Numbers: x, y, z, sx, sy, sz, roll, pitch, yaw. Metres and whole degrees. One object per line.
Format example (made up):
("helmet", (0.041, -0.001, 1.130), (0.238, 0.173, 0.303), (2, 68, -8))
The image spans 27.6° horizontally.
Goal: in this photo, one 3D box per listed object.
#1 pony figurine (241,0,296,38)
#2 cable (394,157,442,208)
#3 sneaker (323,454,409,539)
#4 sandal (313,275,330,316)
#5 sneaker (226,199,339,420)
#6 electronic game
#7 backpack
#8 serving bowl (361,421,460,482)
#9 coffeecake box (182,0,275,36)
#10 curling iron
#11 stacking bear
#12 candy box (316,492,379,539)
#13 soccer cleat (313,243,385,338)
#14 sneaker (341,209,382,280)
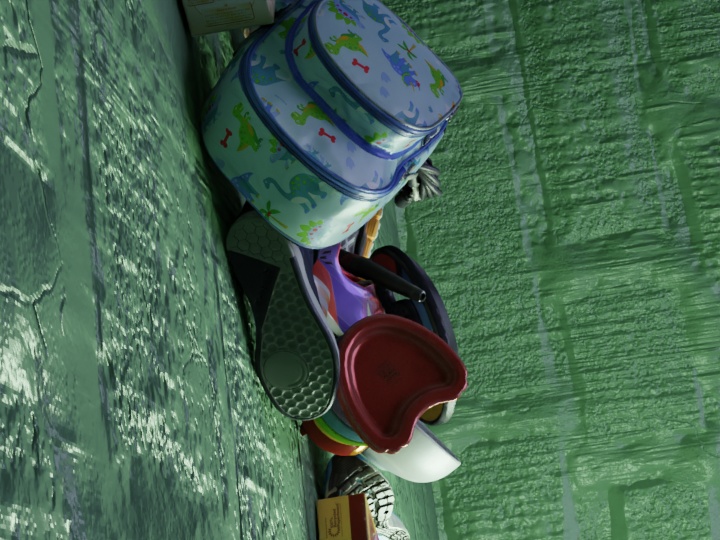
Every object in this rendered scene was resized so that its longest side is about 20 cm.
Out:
("pony figurine", (-0.064, -0.222, 1.402), (0.193, 0.166, 0.201), (22, 58, -46))
("cable", (0.013, -0.155, 1.649), (0.200, 0.051, 0.163), (54, -12, -11))
("sneaker", (-0.009, 0.247, 1.604), (0.090, 0.078, 0.200), (58, -9, 35))
("sandal", (-0.060, 0.011, 1.375), (0.079, 0.059, 0.208), (69, 13, -65))
("sneaker", (-0.058, 0.016, 1.293), (0.146, 0.076, 0.203), (-81, 161, -64))
("electronic game", (0.053, 0.070, 1.577), (0.200, 0.041, 0.201), (162, -90, -72))
("backpack", (-0.025, -0.133, 1.206), (0.183, 0.147, 0.200), (44, 40, -6))
("serving bowl", (0.015, 0.163, 1.588), (0.200, 0.066, 0.200), (42, 0, 0))
("coffeecake box", (-0.122, -0.316, 1.172), (0.154, 0.073, 0.201), (-92, 171, -52))
("curling iron", (0.000, 0.000, 1.548), (0.199, 0.026, 0.050), (18, -36, 46))
("stacking bear", (-0.001, 0.121, 1.387), (0.114, 0.121, 0.200), (49, -26, 3))
("candy box", (0.000, 0.336, 1.531), (0.201, 0.056, 0.117), (77, 6, -49))
("soccer cleat", (0.004, 0.054, 1.515), (0.200, 0.073, 0.068), (48, -5, -27))
("sneaker", (-0.032, -0.008, 1.687), (0.078, 0.077, 0.201), (147, -44, -63))
